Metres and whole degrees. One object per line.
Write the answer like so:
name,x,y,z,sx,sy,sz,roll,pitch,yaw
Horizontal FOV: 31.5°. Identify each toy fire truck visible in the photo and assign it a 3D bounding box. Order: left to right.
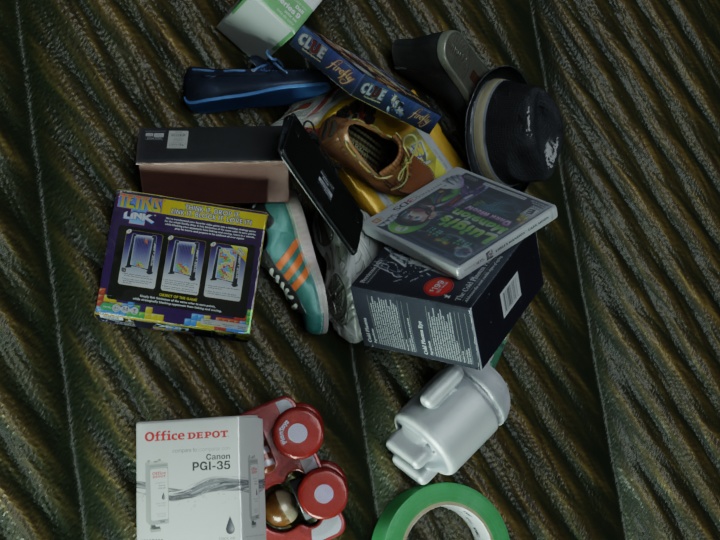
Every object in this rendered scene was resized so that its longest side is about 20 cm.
toy fire truck,-0.110,0.267,1.653,0.167,0.112,0.201,-22,89,-2

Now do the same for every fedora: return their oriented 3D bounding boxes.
fedora,0.235,-0.197,1.857,0.200,0.091,0.202,-7,100,-46

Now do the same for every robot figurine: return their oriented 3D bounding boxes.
robot figurine,0.127,0.199,1.752,0.200,0.170,0.113,-42,54,-20

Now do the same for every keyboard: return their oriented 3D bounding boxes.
keyboard,-0.058,-0.115,1.679,0.200,0.039,0.104,56,33,-36

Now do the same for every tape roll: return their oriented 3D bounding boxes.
tape roll,0.111,0.392,1.750,0.199,0.048,0.202,5,78,-23

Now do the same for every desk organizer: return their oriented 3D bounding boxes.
desk organizer,-0.191,-0.138,1.686,0.199,0.077,0.072,-1,46,-3

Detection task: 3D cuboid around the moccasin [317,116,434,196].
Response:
moccasin,0.034,-0.157,1.753,0.201,0.077,0.074,34,69,-39

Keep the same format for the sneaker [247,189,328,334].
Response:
sneaker,-0.100,-0.004,1.725,0.080,0.071,0.201,-16,89,-11

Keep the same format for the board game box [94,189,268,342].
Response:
board game box,-0.229,-0.005,1.640,0.199,0.057,0.166,9,74,-5

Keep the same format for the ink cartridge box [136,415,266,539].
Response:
ink cartridge box,-0.198,0.282,1.574,0.146,0.083,0.201,-5,80,16

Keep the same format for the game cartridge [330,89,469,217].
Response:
game cartridge,0.064,-0.142,1.841,0.176,0.032,0.200,-39,98,-26

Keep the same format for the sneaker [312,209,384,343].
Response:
sneaker,0.000,0.000,1.757,0.099,0.078,0.201,1,76,-33

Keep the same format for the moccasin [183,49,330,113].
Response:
moccasin,-0.141,-0.261,1.721,0.199,0.080,0.069,-6,78,-7

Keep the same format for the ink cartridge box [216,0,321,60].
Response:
ink cartridge box,-0.090,-0.397,1.756,0.087,0.145,0.200,39,67,-13

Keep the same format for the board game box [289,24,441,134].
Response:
board game box,0.010,-0.258,1.738,0.035,0.135,0.200,-55,147,12

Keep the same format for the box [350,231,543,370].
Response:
box,0.118,0.019,1.703,0.200,0.181,0.105,-49,136,-42

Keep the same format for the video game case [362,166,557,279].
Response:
video game case,0.131,-0.068,1.711,0.181,0.200,0.023,-32,127,-26

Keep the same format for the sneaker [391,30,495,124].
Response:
sneaker,0.131,-0.277,1.883,0.075,0.106,0.200,-59,135,-25

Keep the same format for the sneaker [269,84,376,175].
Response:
sneaker,-0.079,-0.195,1.770,0.199,0.082,0.078,-27,135,-15

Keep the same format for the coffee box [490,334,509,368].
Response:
coffee box,0.170,0.042,1.846,0.123,0.044,0.201,33,68,-15
